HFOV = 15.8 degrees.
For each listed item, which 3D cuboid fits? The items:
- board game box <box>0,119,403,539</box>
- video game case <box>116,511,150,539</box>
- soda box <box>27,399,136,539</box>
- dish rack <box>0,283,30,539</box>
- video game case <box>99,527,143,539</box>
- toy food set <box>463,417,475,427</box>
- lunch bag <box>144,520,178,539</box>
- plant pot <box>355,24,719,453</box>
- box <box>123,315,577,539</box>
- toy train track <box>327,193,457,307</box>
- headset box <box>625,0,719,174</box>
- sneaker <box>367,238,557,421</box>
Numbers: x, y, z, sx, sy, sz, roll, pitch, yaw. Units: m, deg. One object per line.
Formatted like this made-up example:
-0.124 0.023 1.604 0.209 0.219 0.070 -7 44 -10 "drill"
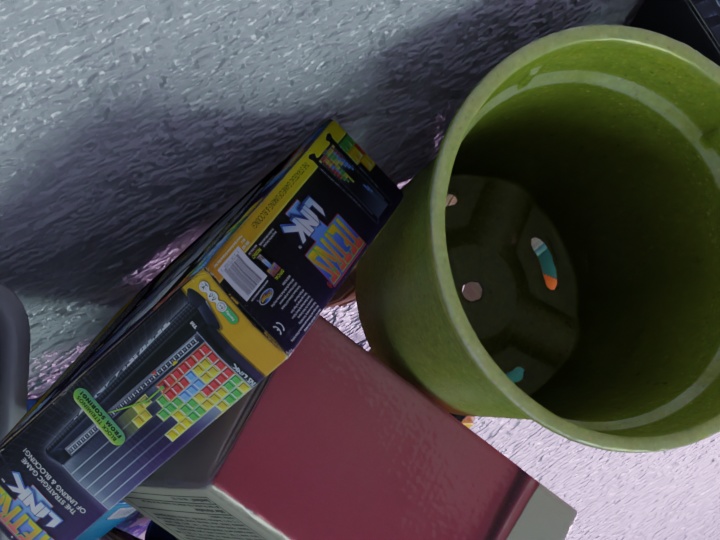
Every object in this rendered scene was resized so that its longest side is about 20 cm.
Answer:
-0.076 0.030 1.175 0.165 0.057 0.200 -42 -175 27 "board game box"
-0.199 0.172 1.553 0.200 0.018 0.143 -22 159 -22 "video game case"
-0.198 0.108 1.310 0.064 0.068 0.200 -38 160 22 "soda box"
-0.235 0.091 1.135 0.043 0.172 0.200 13 -167 40 "dish rack"
-0.085 0.208 1.489 0.036 0.181 0.200 -56 145 -1 "video game case"
0.010 0.141 1.715 0.200 0.060 0.143 -36 160 20 "toy food set"
-0.033 0.139 1.532 0.136 0.132 0.200 -56 161 -1 "lunch bag"
0.090 -0.002 1.278 0.200 0.201 0.184 -22 180 -23 "plant pot"
-0.011 0.116 1.333 0.128 0.200 0.109 -4 -128 58 "box"
0.000 0.000 1.382 0.115 0.033 0.200 -42 157 31 "toy train track"
0.218 -0.099 1.360 0.200 0.093 0.174 -19 158 -27 "headset box"
0.081 0.032 1.450 0.200 0.080 0.071 -41 -174 -21 "sneaker"
